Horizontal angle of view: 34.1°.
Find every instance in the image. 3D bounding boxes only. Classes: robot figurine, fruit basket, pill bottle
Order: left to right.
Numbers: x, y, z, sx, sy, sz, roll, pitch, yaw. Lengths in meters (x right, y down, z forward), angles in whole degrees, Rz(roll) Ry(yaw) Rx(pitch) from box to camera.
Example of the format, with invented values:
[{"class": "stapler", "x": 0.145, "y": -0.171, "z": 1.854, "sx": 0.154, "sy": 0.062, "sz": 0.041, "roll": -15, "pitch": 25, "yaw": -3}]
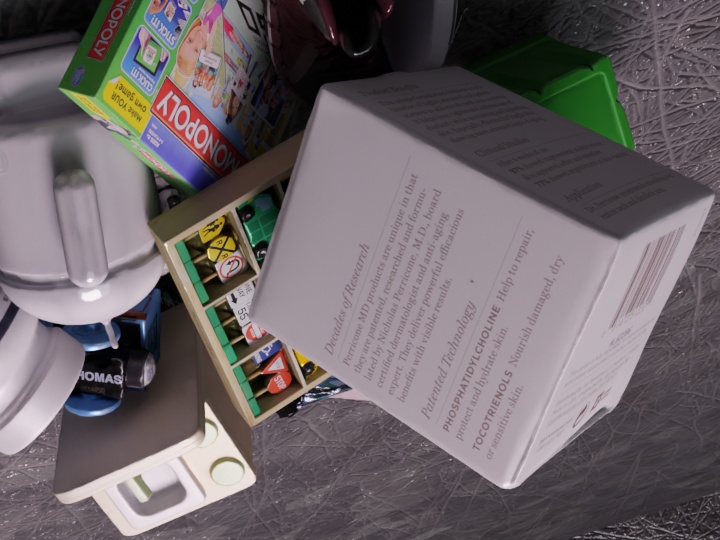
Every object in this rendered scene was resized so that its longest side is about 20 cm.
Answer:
[{"class": "pill bottle", "x": -0.295, "y": 0.033, "z": 0.800, "sx": 0.116, "sy": 0.116, "sz": 0.200, "roll": -36, "pitch": 117, "yaw": 28}, {"class": "robot figurine", "x": -0.189, "y": -0.050, "z": 0.758, "sx": 0.113, "sy": 0.170, "sz": 0.200, "roll": -13, "pitch": 115, "yaw": -12}, {"class": "fruit basket", "x": 0.133, "y": -0.082, "z": 0.953, "sx": 0.155, "sy": 0.216, "sz": 0.216, "roll": -28, "pitch": 159, "yaw": -25}]

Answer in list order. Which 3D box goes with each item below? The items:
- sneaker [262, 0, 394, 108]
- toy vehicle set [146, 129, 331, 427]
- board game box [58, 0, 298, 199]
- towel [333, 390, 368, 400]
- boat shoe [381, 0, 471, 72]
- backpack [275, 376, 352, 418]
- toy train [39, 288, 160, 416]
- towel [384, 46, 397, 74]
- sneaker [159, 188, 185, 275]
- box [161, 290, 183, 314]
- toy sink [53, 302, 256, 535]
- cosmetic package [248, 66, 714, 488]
[{"class": "sneaker", "x": -0.015, "y": -0.143, "z": 0.714, "sx": 0.076, "sy": 0.116, "sz": 0.200, "roll": -24, "pitch": 139, "yaw": -4}, {"class": "toy vehicle set", "x": -0.058, "y": 0.011, "z": 0.816, "sx": 0.124, "sy": 0.027, "sz": 0.200, "roll": -33, "pitch": 138, "yaw": -15}, {"class": "board game box", "x": -0.099, "y": -0.124, "z": 0.740, "sx": 0.029, "sy": 0.135, "sz": 0.200, "roll": 17, "pitch": 168, "yaw": 23}, {"class": "towel", "x": -0.038, "y": 0.084, "z": 1.159, "sx": 0.191, "sy": 0.032, "sz": 0.200, "roll": 4, "pitch": 157, "yaw": 5}, {"class": "boat shoe", "x": 0.057, "y": -0.201, "z": 0.745, "sx": 0.057, "sy": 0.069, "sz": 0.200, "roll": -18, "pitch": 145, "yaw": -21}, {"class": "backpack", "x": 0.000, "y": 0.000, "z": 0.989, "sx": 0.200, "sy": 0.183, "sz": 0.147, "roll": -13, "pitch": 141, "yaw": -12}, {"class": "toy train", "x": -0.257, "y": 0.056, "z": 0.941, "sx": 0.200, "sy": 0.114, "sz": 0.087, "roll": 6, "pitch": 115, "yaw": 3}, {"class": "towel", "x": 0.055, "y": -0.069, "z": 0.858, "sx": 0.050, "sy": 0.200, "sz": 0.148, "roll": -31, "pitch": 146, "yaw": -50}, {"class": "sneaker", "x": -0.218, "y": -0.016, "z": 0.922, "sx": 0.200, "sy": 0.075, "sz": 0.081, "roll": -2, "pitch": 158, "yaw": -35}, {"class": "box", "x": -0.241, "y": 0.063, "z": 1.099, "sx": 0.144, "sy": 0.036, "sz": 0.200, "roll": -33, "pitch": 155, "yaw": 23}, {"class": "toy sink", "x": -0.170, "y": 0.140, "z": 1.004, "sx": 0.130, "sy": 0.200, "sz": 0.112, "roll": -25, "pitch": 121, "yaw": 5}, {"class": "cosmetic package", "x": 0.074, "y": -0.009, "z": 0.721, "sx": 0.167, "sy": 0.200, "sz": 0.166, "roll": -20, "pitch": 135, "yaw": -54}]
